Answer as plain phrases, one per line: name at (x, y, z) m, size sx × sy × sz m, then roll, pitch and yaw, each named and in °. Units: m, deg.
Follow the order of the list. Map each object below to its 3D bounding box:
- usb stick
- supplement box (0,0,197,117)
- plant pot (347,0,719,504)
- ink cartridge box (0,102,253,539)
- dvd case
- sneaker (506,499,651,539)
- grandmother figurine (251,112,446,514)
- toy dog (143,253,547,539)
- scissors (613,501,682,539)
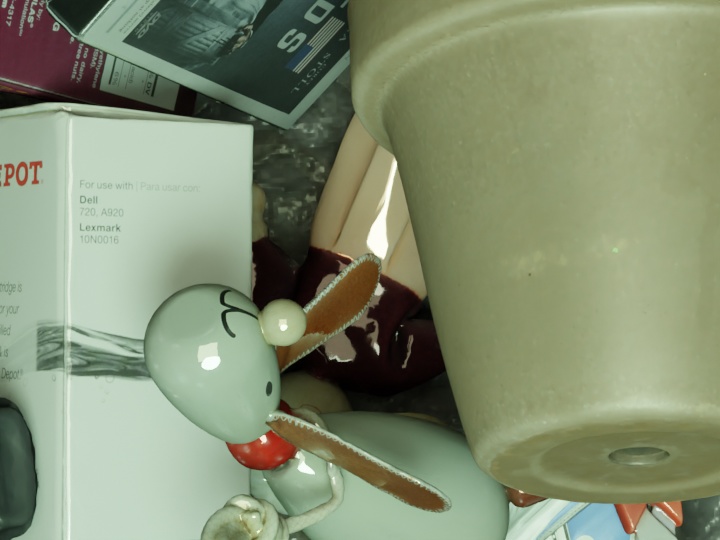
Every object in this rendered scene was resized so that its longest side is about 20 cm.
usb stick at (-0.175, 0.081, 1.074) m, size 0.033 × 0.200 × 0.056 m, roll -4°, pitch 85°, yaw -33°
supplement box at (-0.150, -0.114, 1.049) m, size 0.110 × 0.200 × 0.086 m, roll 14°, pitch 91°, yaw 30°
plant pot at (0.095, -0.018, 0.991) m, size 0.200 × 0.200 × 0.175 m, roll -2°, pitch 69°, yaw 2°
ink cartridge box at (-0.108, 0.042, 1.078) m, size 0.084 × 0.146 × 0.201 m, roll 2°, pitch 89°, yaw -32°
dvd case at (-0.018, -0.126, 1.048) m, size 0.150 × 0.200 × 0.025 m, roll -46°, pitch 71°, yaw 9°
sneaker at (0.075, 0.130, 1.111) m, size 0.077 × 0.076 × 0.200 m, roll 22°, pitch 91°, yaw 6°
grandmother figurine at (0.000, 0.000, 1.126) m, size 0.121 × 0.061 × 0.200 m, roll 22°, pitch 88°, yaw 11°
toy dog at (0.012, 0.063, 1.016) m, size 0.096 × 0.200 × 0.132 m, roll -25°, pitch 71°, yaw 15°
scissors at (0.117, 0.098, 1.081) m, size 0.073 × 0.014 × 0.200 m, roll -18°, pitch 79°, yaw -19°
